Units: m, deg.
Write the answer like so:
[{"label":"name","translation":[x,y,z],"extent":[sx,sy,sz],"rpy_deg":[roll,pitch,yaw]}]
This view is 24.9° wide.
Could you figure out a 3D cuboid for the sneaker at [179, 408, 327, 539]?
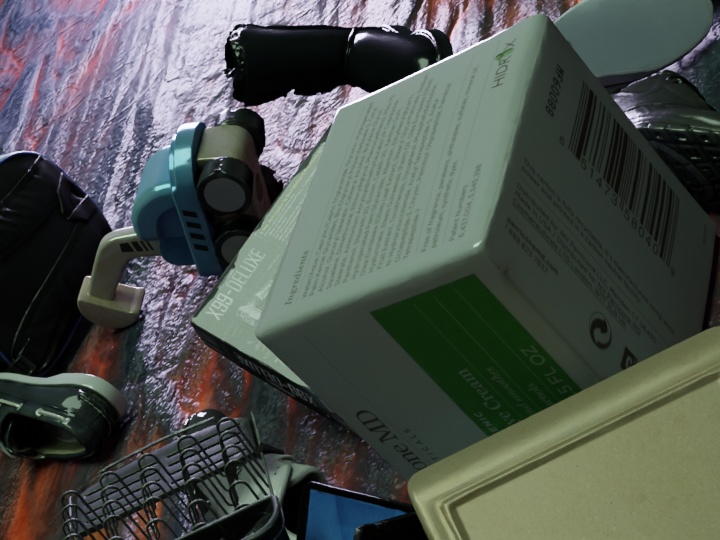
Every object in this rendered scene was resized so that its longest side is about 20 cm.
[{"label":"sneaker","translation":[-0.062,0.151,1.098],"extent":[0.088,0.074,0.200],"rpy_deg":[-39,38,9]}]

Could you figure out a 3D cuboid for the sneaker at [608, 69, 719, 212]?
[{"label":"sneaker","translation":[0.204,-0.094,1.077],"extent":[0.091,0.076,0.200],"rpy_deg":[-47,30,-19]}]

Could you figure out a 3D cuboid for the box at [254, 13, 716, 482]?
[{"label":"box","translation":[0.080,0.003,0.968],"extent":[0.171,0.199,0.200],"rpy_deg":[-21,36,38]}]

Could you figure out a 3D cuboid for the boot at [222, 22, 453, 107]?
[{"label":"boot","translation":[-0.023,-0.167,1.374],"extent":[0.168,0.077,0.200],"rpy_deg":[-5,18,-15]}]

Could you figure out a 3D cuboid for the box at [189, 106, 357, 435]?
[{"label":"box","translation":[0.000,0.000,1.146],"extent":[0.157,0.050,0.200],"rpy_deg":[27,74,27]}]

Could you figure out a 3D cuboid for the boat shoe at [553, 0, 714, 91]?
[{"label":"boat shoe","translation":[0.164,-0.158,1.212],"extent":[0.199,0.074,0.065],"rpy_deg":[-19,-7,9]}]

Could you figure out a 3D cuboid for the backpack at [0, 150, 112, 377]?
[{"label":"backpack","translation":[-0.350,-0.007,1.566],"extent":[0.147,0.183,0.200],"rpy_deg":[-13,36,43]}]

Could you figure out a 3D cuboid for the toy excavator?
[{"label":"toy excavator","translation":[-0.171,-0.039,1.442],"extent":[0.199,0.195,0.100],"rpy_deg":[-4,40,11]}]

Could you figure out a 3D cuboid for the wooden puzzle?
[{"label":"wooden puzzle","translation":[0.140,0.142,0.788],"extent":[0.185,0.037,0.200],"rpy_deg":[-26,54,1]}]

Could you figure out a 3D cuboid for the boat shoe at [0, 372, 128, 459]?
[{"label":"boat shoe","translation":[-0.287,0.131,1.410],"extent":[0.200,0.076,0.060],"rpy_deg":[-14,34,44]}]

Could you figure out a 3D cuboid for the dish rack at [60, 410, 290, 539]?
[{"label":"dish rack","translation":[-0.121,0.150,1.003],"extent":[0.153,0.055,0.200],"rpy_deg":[-24,27,0]}]

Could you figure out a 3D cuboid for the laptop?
[{"label":"laptop","translation":[-0.023,0.208,0.848],"extent":[0.103,0.200,0.178],"rpy_deg":[5,88,17]}]
